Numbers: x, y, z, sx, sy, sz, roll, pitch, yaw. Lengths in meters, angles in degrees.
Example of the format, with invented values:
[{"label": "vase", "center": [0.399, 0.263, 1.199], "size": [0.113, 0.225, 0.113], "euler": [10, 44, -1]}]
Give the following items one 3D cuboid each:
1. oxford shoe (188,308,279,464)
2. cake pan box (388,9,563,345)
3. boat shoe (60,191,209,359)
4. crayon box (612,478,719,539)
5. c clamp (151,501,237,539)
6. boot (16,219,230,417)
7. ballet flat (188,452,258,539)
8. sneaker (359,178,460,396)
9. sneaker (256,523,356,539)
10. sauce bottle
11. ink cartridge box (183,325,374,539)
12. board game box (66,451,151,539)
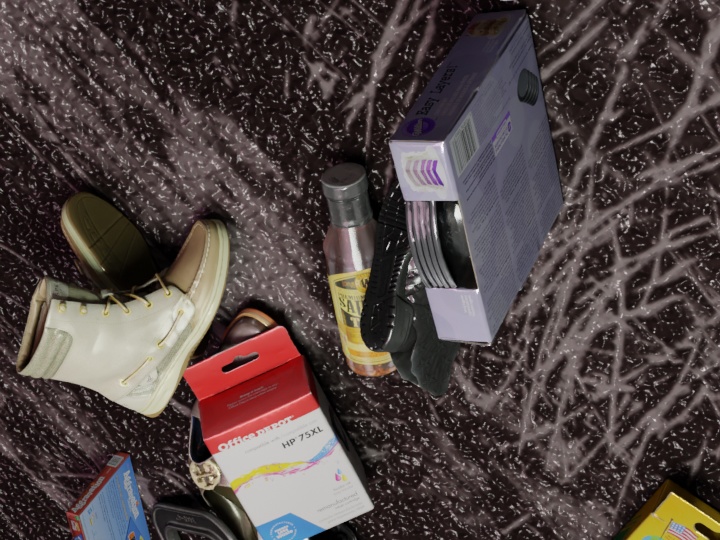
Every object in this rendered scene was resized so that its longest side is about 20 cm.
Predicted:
[{"label": "oxford shoe", "center": [-0.124, 0.119, 1.715], "size": [0.071, 0.073, 0.201], "euler": [29, 134, 9]}, {"label": "cake pan box", "center": [0.094, -0.071, 1.340], "size": [0.052, 0.201, 0.185], "euler": [1, 128, 27]}, {"label": "boat shoe", "center": [-0.230, 0.013, 1.699], "size": [0.063, 0.073, 0.201], "euler": [-24, 118, 36]}, {"label": "crayon box", "center": [0.295, 0.275, 1.599], "size": [0.126, 0.051, 0.201], "euler": [34, 136, 3]}, {"label": "c clamp", "center": [-0.165, 0.326, 1.915], "size": [0.199, 0.027, 0.172], "euler": [-10, 108, 57]}, {"label": "boot", "center": [-0.218, 0.027, 1.614], "size": [0.154, 0.072, 0.201], "euler": [20, 104, -27]}, {"label": "ballet flat", "center": [-0.124, 0.267, 1.854], "size": [0.067, 0.046, 0.201], "euler": [-12, 118, 38]}, {"label": "sneaker", "center": [0.059, 0.009, 1.521], "size": [0.060, 0.104, 0.202], "euler": [25, 104, 46]}, {"label": "sneaker", "center": [-0.021, 0.319, 1.814], "size": [0.200, 0.074, 0.080], "euler": [48, 132, -11]}, {"label": "sauce bottle", "center": [0.000, 0.000, 1.549], "size": [0.065, 0.066, 0.201], "euler": [7, 129, 27]}, {"label": "ink cartridge box", "center": [-0.079, 0.163, 1.680], "size": [0.115, 0.067, 0.201], "euler": [-24, 122, 5]}, {"label": "board game box", "center": [-0.271, 0.309, 1.938], "size": [0.019, 0.103, 0.202], "euler": [12, 130, 26]}]
